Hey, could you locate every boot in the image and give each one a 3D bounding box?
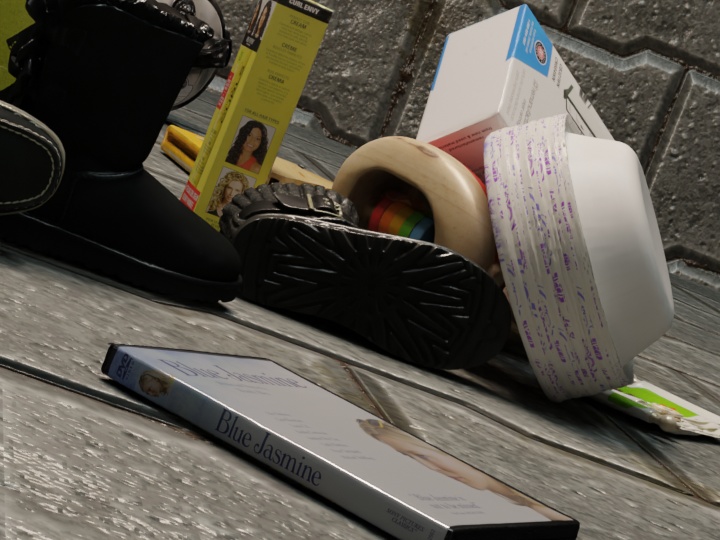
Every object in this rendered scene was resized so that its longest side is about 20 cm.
[{"bbox_3d":[-0.135,-0.080,1.198,0.197,0.164,0.073,19,8,-27],"label":"boot"},{"bbox_3d":[-0.252,-0.059,1.044,0.202,0.074,0.154,13,11,-16],"label":"boot"},{"bbox_3d":[0.000,-0.003,1.393,0.209,0.080,0.158,21,6,-6],"label":"boot"}]

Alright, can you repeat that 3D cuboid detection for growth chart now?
[{"bbox_3d":[0.221,0.102,1.563,0.144,0.018,0.199,25,6,31],"label":"growth chart"}]

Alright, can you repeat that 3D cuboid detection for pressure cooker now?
[{"bbox_3d":[-0.266,-0.292,2.435,0.199,0.176,0.179,31,-23,44],"label":"pressure cooker"}]

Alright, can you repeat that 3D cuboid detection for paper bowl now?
[{"bbox_3d":[0.162,-0.013,1.417,0.103,0.203,0.201,-13,0,11],"label":"paper bowl"}]

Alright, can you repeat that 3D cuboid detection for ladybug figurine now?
[{"bbox_3d":[0.050,-0.026,1.480,0.071,0.137,0.200,4,21,-37],"label":"ladybug figurine"}]

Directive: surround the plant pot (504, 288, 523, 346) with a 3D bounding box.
[{"bbox_3d":[0.086,-0.026,1.641,0.092,0.203,0.200,-22,-19,30],"label":"plant pot"}]

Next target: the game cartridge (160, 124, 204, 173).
[{"bbox_3d":[-0.094,-0.090,2.026,0.198,0.033,0.176,18,7,-23],"label":"game cartridge"}]

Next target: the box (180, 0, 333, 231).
[{"bbox_3d":[-0.086,-0.125,1.567,0.050,0.202,0.075,20,7,-17],"label":"box"}]

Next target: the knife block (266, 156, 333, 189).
[{"bbox_3d":[-0.100,-0.073,1.712,0.174,0.065,0.200,24,7,25],"label":"knife block"}]

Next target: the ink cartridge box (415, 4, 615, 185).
[{"bbox_3d":[0.139,-0.087,1.589,0.084,0.147,0.200,-20,-55,31],"label":"ink cartridge box"}]

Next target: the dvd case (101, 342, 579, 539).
[{"bbox_3d":[-0.008,0.083,0.927,0.199,0.018,0.142,25,8,29],"label":"dvd case"}]

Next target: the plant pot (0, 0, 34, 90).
[{"bbox_3d":[-0.333,-0.259,1.885,0.199,0.195,0.200,21,7,-3],"label":"plant pot"}]
